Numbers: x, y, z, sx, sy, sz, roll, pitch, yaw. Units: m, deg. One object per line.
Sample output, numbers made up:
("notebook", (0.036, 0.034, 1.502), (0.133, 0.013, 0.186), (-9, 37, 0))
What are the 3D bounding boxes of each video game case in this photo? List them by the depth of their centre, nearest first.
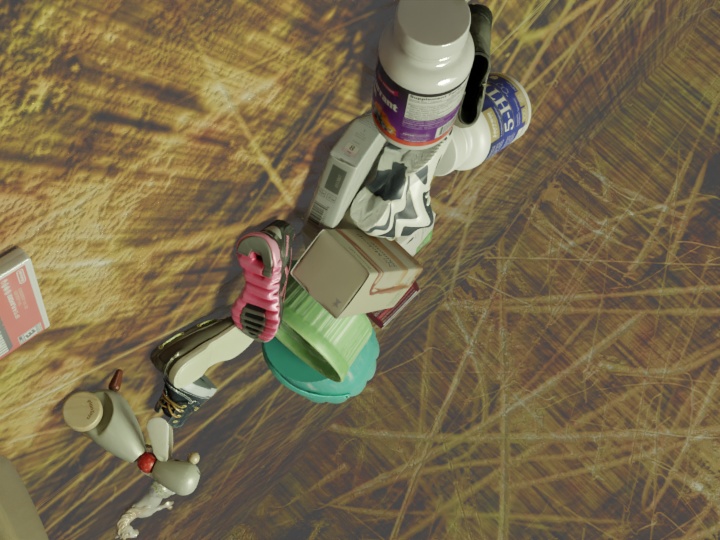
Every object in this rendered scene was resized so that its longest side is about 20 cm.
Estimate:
("video game case", (-0.372, 0.072, 0.713), (0.200, 0.017, 0.143), (-39, 166, -28))

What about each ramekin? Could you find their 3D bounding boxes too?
("ramekin", (-0.076, 0.076, 1.284), (0.098, 0.199, 0.200), (-49, 169, -15))

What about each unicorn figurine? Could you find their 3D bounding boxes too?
("unicorn figurine", (-0.441, 0.494, 1.716), (0.137, 0.074, 0.201), (7, 113, -63))

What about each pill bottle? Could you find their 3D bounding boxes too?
("pill bottle", (0.073, -0.237, 0.955), (0.111, 0.111, 0.200), (-41, 166, -17))
("pill bottle", (0.171, -0.228, 1.280), (0.200, 0.120, 0.120), (-36, 164, -39))

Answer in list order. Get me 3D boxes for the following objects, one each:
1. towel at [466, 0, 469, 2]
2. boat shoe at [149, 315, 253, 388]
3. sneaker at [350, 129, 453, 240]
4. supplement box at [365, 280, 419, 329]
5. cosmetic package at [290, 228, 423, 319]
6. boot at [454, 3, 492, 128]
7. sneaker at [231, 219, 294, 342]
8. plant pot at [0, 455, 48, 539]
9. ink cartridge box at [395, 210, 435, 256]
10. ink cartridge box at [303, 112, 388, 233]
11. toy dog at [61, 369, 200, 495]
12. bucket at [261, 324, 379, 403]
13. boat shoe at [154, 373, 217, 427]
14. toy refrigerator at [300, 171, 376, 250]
("towel", (0.170, -0.411, 0.928), (0.192, 0.034, 0.200), (-42, 165, -28))
("boat shoe", (-0.221, 0.102, 1.197), (0.201, 0.060, 0.073), (-31, 147, -51))
("sneaker", (0.080, -0.126, 1.200), (0.200, 0.079, 0.129), (-58, 151, -1))
("supplement box", (0.042, 0.035, 1.443), (0.109, 0.061, 0.200), (-45, 166, -3))
("cosmetic package", (0.000, 0.000, 1.193), (0.087, 0.103, 0.200), (-52, 163, 19))
("boot", (0.139, -0.240, 1.084), (0.201, 0.067, 0.132), (89, 6, -52))
("sneaker", (-0.128, 0.014, 1.144), (0.096, 0.078, 0.201), (-54, 163, -49))
("plant pot", (-0.451, 0.330, 0.900), (0.199, 0.177, 0.200), (-41, 166, -19))
("ink cartridge box", (0.039, -0.043, 1.515), (0.200, 0.084, 0.146), (-43, 166, -11))
("ink cartridge box", (-0.001, -0.164, 1.147), (0.201, 0.057, 0.163), (-62, 179, -36))
("toy dog", (-0.291, 0.206, 1.070), (0.097, 0.199, 0.132), (-58, -163, -19))
("bucket", (-0.073, 0.128, 1.444), (0.207, 0.207, 0.135), (-44, 158, -6))
("boat shoe", (-0.283, 0.200, 1.265), (0.091, 0.071, 0.200), (-48, 170, -8))
("toy refrigerator", (0.000, -0.094, 1.274), (0.200, 0.070, 0.076), (-43, 161, -14))
